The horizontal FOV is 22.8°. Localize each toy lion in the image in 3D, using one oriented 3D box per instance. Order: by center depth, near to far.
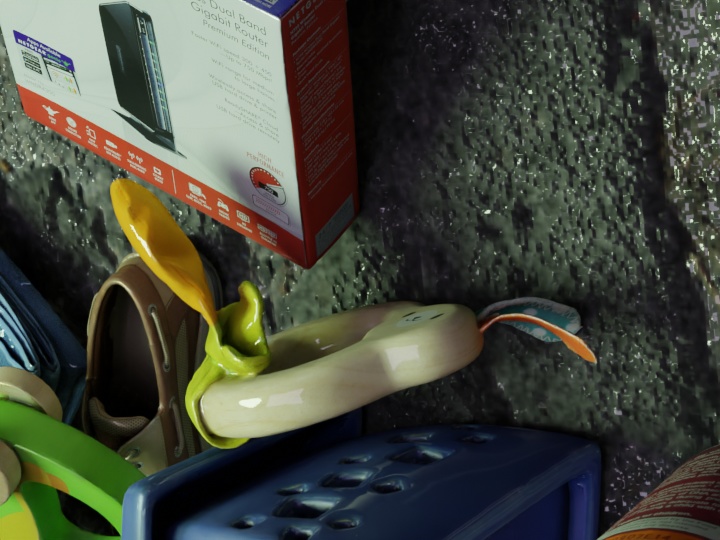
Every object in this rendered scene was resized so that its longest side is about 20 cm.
[{"bbox_3d":[-0.158,0.169,0.996,0.191,0.069,0.200,30,134,-3],"label":"toy lion"}]

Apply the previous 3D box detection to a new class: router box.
[{"bbox_3d":[-0.097,-0.113,0.889,0.200,0.049,0.180,28,149,23],"label":"router box"}]

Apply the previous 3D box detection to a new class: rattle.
[{"bbox_3d":[0.000,0.000,0.862,0.200,0.130,0.143,-17,83,25],"label":"rattle"}]

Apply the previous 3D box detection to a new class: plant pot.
[{"bbox_3d":[-0.009,0.178,0.879,0.179,0.200,0.201,16,112,33],"label":"plant pot"}]

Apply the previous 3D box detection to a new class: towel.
[{"bbox_3d":[-0.243,0.024,1.052,0.200,0.048,0.112,45,133,20],"label":"towel"}]

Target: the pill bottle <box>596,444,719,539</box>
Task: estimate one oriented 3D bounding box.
[{"bbox_3d":[0.160,0.138,0.756,0.114,0.200,0.115,9,108,29],"label":"pill bottle"}]

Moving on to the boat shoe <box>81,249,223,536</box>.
[{"bbox_3d":[-0.126,0.083,0.996,0.076,0.072,0.201,11,108,29],"label":"boat shoe"}]
